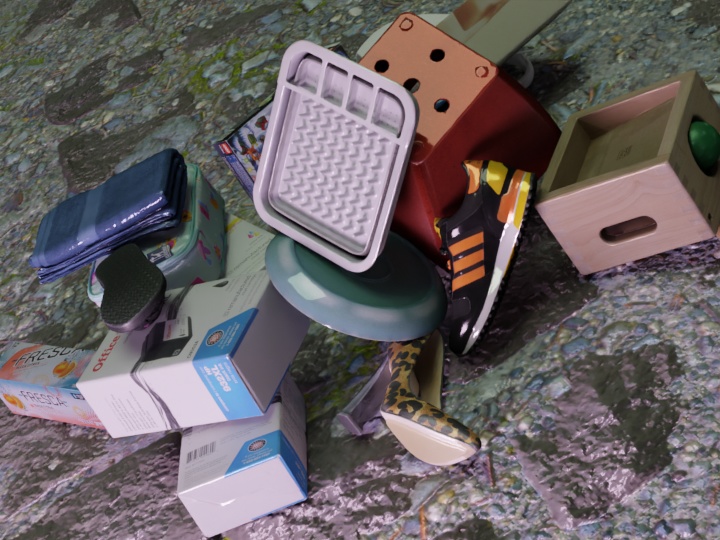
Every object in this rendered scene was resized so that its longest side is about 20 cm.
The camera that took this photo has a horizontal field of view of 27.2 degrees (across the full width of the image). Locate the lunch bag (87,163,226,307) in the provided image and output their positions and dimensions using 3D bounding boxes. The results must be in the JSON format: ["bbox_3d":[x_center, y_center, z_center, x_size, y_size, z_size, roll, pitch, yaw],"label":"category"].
[{"bbox_3d":[-0.239,-0.027,1.725,0.160,0.077,0.200,-24,35,14],"label":"lunch bag"}]

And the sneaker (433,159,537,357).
[{"bbox_3d":[0.110,-0.016,1.505,0.090,0.201,0.070,20,10,10],"label":"sneaker"}]

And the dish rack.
[{"bbox_3d":[-0.020,-0.116,1.491,0.171,0.201,0.043,29,26,29],"label":"dish rack"}]

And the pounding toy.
[{"bbox_3d":[0.306,-0.081,1.499,0.200,0.142,0.184,-18,32,38],"label":"pounding toy"}]

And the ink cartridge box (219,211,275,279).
[{"bbox_3d":[-0.166,0.015,1.760,0.148,0.086,0.200,-42,36,-17],"label":"ink cartridge box"}]

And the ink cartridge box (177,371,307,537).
[{"bbox_3d":[-0.119,0.166,1.528,0.116,0.068,0.200,-22,32,12],"label":"ink cartridge box"}]

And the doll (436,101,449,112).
[{"bbox_3d":[0.078,-0.151,1.713,0.199,0.049,0.137,-28,42,-2],"label":"doll"}]

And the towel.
[{"bbox_3d":[-0.285,-0.062,1.696,0.199,0.049,0.112,-25,36,23],"label":"towel"}]

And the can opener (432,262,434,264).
[{"bbox_3d":[0.076,-0.019,1.654,0.199,0.079,0.063,-20,-4,10],"label":"can opener"}]

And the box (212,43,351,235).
[{"bbox_3d":[-0.060,-0.153,1.746,0.200,0.137,0.040,-44,20,-26],"label":"box"}]

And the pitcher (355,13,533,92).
[{"bbox_3d":[0.109,-0.263,1.911,0.199,0.121,0.172,-21,47,-7],"label":"pitcher"}]

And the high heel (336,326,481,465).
[{"bbox_3d":[0.078,0.113,1.446,0.143,0.072,0.200,-46,31,-23],"label":"high heel"}]

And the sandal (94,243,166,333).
[{"bbox_3d":[-0.235,0.024,1.565,0.075,0.048,0.200,-33,23,0],"label":"sandal"}]

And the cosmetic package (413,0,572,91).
[{"bbox_3d":[0.150,-0.288,1.811,0.200,0.087,0.103,-41,0,-26],"label":"cosmetic package"}]

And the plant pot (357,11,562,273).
[{"bbox_3d":[0.072,-0.153,1.577,0.200,0.176,0.200,36,81,27],"label":"plant pot"}]

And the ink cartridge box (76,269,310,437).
[{"bbox_3d":[-0.173,0.086,1.542,0.199,0.084,0.145,-12,34,30],"label":"ink cartridge box"}]

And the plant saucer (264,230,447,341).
[{"bbox_3d":[0.000,0.000,1.542,0.199,0.027,0.200,14,34,-10],"label":"plant saucer"}]

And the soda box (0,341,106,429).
[{"bbox_3d":[-0.354,0.134,1.757,0.199,0.069,0.064,3,44,42],"label":"soda box"}]
